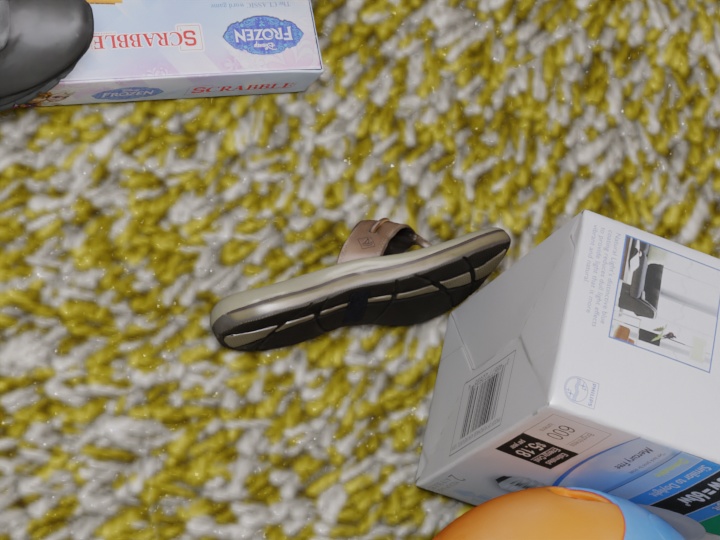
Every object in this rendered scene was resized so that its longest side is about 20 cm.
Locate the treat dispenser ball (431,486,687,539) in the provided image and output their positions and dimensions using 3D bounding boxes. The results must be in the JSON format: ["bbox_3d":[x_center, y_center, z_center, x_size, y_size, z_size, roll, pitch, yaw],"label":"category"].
[{"bbox_3d":[0.111,0.221,1.285,0.200,0.201,0.202,6,72,-19],"label":"treat dispenser ball"}]

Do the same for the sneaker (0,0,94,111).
[{"bbox_3d":[-0.250,-0.132,1.288,0.199,0.091,0.076,-7,77,-3],"label":"sneaker"}]

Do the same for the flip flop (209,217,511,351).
[{"bbox_3d":[0.000,0.000,1.384,0.199,0.081,0.058,-13,65,-18],"label":"flip flop"}]

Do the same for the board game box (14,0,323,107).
[{"bbox_3d":[-0.136,-0.203,1.404,0.199,0.041,0.200,-4,76,-22],"label":"board game box"}]

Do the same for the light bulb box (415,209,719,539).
[{"bbox_3d":[0.167,0.079,1.348,0.199,0.198,0.125,19,66,-14],"label":"light bulb box"}]
